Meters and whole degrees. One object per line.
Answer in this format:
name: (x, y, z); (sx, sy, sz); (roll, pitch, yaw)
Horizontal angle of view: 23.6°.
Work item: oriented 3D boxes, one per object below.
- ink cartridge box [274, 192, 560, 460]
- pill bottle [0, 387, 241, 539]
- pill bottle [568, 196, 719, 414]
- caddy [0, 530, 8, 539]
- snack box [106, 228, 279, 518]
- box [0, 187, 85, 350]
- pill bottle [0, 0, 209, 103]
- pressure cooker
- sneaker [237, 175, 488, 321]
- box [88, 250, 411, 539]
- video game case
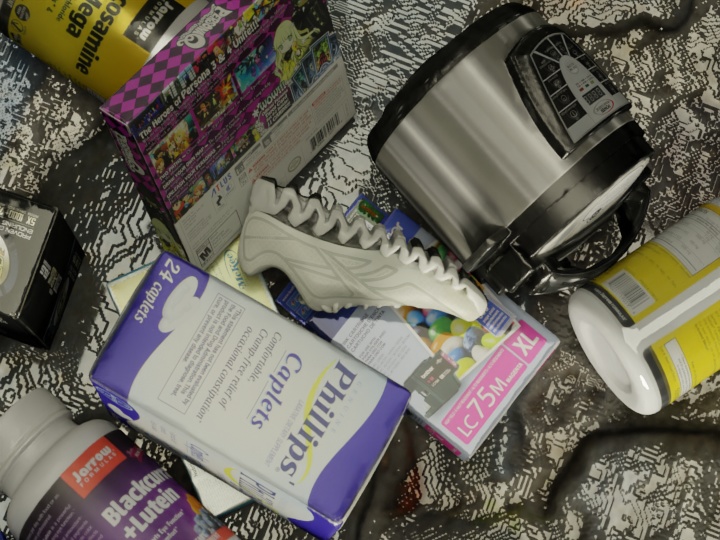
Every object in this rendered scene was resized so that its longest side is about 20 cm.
ink cartridge box: (0.043, 0.040, 1.354); (0.199, 0.042, 0.120); (39, 80, 6)
pill bottle: (-0.190, 0.182, 1.278); (0.200, 0.111, 0.112); (40, 80, 9)
pill bottle: (0.268, 0.014, 1.330); (0.199, 0.112, 0.113); (-33, 82, -8)
caddy: (-0.266, 0.280, 1.245); (0.104, 0.141, 0.201); (-31, 82, -13)
snack box: (-0.106, 0.079, 1.340); (0.115, 0.037, 0.202); (-23, 82, -7)
box: (-0.320, -0.022, 1.286); (0.198, 0.164, 0.087); (19, 79, 0)
pill bottle: (-0.183, -0.186, 1.347); (0.199, 0.112, 0.113); (34, 80, 4)
pressure cooker: (0.126, -0.080, 1.312); (0.176, 0.179, 0.200); (-41, 82, 3)
sneaker: (0.000, 0.000, 1.310); (0.198, 0.075, 0.082); (23, 94, 3)
box: (-0.078, 0.096, 1.225); (0.199, 0.184, 0.106); (29, 78, 3)
video game case: (-0.092, -0.120, 1.291); (0.036, 0.182, 0.200); (29, 65, 30)
